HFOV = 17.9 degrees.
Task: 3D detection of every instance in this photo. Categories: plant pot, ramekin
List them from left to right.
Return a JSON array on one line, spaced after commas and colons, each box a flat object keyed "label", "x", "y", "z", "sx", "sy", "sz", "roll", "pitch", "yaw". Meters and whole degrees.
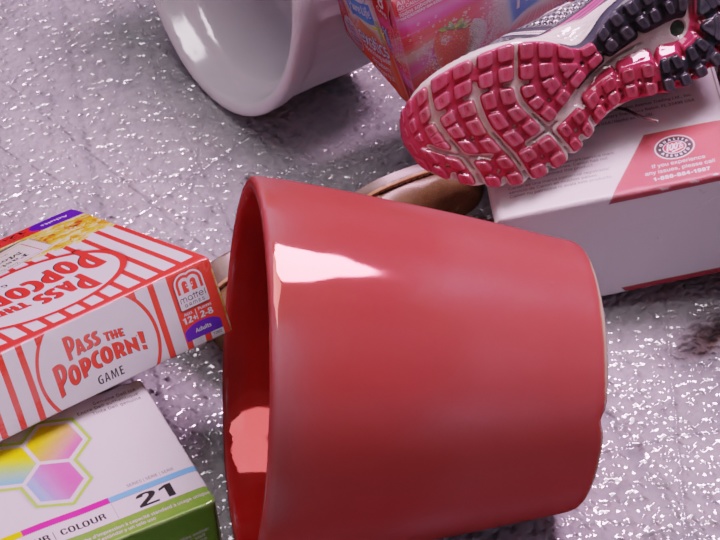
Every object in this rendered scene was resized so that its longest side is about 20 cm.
[{"label": "ramekin", "x": -0.055, "y": -0.208, "z": 1.477, "sx": 0.097, "sy": 0.202, "sz": 0.200, "roll": -19, "pitch": 43, "yaw": -29}, {"label": "plant pot", "x": 0.026, "y": 0.054, "z": 1.188, "sx": 0.176, "sy": 0.201, "sz": 0.201, "roll": 1, "pitch": 40, "yaw": -11}]

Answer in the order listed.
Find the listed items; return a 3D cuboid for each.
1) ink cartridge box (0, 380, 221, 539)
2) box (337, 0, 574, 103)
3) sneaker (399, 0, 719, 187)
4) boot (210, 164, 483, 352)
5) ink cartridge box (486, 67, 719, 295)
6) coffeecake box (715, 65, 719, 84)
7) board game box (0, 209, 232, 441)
[{"label": "ink cartridge box", "x": -0.179, "y": 0.107, "z": 1.211, "sx": 0.147, "sy": 0.076, "sz": 0.200, "roll": -20, "pitch": 45, "yaw": -18}, {"label": "box", "x": 0.088, "y": -0.193, "z": 1.371, "sx": 0.199, "sy": 0.095, "sz": 0.103, "roll": -27, "pitch": 47, "yaw": -11}, {"label": "sneaker", "x": 0.115, "y": -0.109, "z": 1.308, "sx": 0.199, "sy": 0.081, "sz": 0.075, "roll": -23, "pitch": 17, "yaw": -8}, {"label": "boot", "x": 0.000, "y": 0.000, "z": 1.341, "sx": 0.199, "sy": 0.074, "sz": 0.076, "roll": -29, "pitch": 66, "yaw": -21}, {"label": "ink cartridge box", "x": 0.144, "y": -0.085, "z": 1.379, "sx": 0.146, "sy": 0.083, "sz": 0.201, "roll": -11, "pitch": 45, "yaw": 5}, {"label": "coffeecake box", "x": 0.255, "y": -0.104, "z": 1.330, "sx": 0.072, "sy": 0.154, "sz": 0.201, "roll": -8, "pitch": 42, "yaw": 0}, {"label": "board game box", "x": -0.181, "y": 0.027, "z": 1.266, "sx": 0.151, "sy": 0.047, "sz": 0.200, "roll": -26, "pitch": 20, "yaw": -23}]
